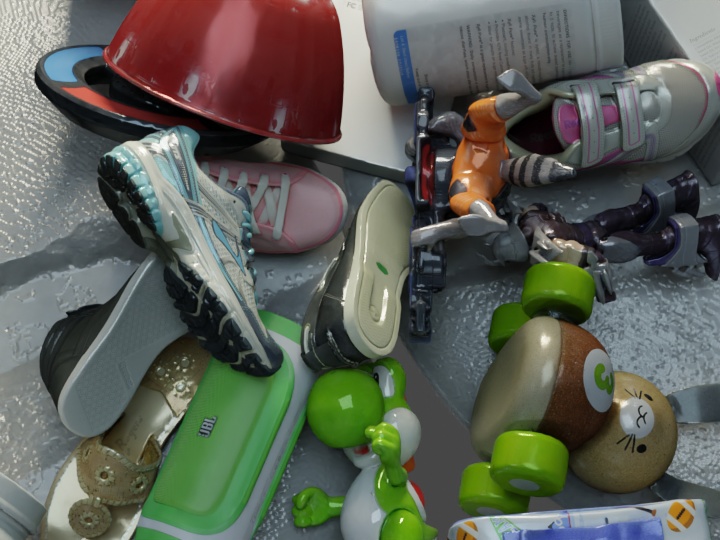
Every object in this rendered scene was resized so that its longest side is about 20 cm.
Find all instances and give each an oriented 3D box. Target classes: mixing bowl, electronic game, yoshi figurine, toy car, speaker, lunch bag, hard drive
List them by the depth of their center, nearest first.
[{"bbox_3d":[0.151,0.214,1.092,0.197,0.161,0.076,-6,69,-4],"label":"lunch bag"},{"bbox_3d":[-0.001,0.157,1.141,0.111,0.112,0.202,-4,66,4],"label":"yoshi figurine"},{"bbox_3d":[0.192,0.114,1.146,0.198,0.158,0.166,17,65,-7],"label":"toy car"},{"bbox_3d":[-0.099,0.134,1.157,0.088,0.089,0.202,21,70,7],"label":"speaker"},{"bbox_3d":[-0.091,-0.186,1.183,0.198,0.200,0.109,23,107,7],"label":"mixing bowl"},{"bbox_3d":[-0.162,-0.141,1.222,0.198,0.200,0.042,18,112,5],"label":"electronic game"},{"bbox_3d":[0.022,-0.179,1.308,0.130,0.026,0.202,15,70,4],"label":"hard drive"}]

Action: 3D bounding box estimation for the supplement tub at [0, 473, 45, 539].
[{"bbox_3d":[-0.328,0.224,1.079,0.143,0.145,0.201,27,71,9],"label":"supplement tub"}]

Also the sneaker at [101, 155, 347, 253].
[{"bbox_3d":[-0.113,-0.054,1.208,0.198,0.105,0.076,12,99,7],"label":"sneaker"}]

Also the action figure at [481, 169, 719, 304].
[{"bbox_3d":[0.189,-0.023,1.212,0.198,0.070,0.131,-8,37,-16],"label":"action figure"}]

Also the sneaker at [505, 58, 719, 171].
[{"bbox_3d":[0.191,-0.116,1.216,0.198,0.088,0.082,-17,87,22],"label":"sneaker"}]

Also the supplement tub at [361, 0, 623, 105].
[{"bbox_3d":[0.105,-0.211,1.224,0.198,0.132,0.133,-7,69,6],"label":"supplement tub"}]

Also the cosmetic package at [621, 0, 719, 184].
[{"bbox_3d":[0.279,-0.186,1.277,0.071,0.102,0.201,-27,73,-12],"label":"cosmetic package"}]

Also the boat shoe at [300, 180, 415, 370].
[{"bbox_3d":[0.000,0.000,1.195,0.072,0.067,0.201,47,36,-22],"label":"boat shoe"}]

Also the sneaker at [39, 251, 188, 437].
[{"bbox_3d":[-0.179,0.030,1.181,0.071,0.099,0.201,44,77,-32],"label":"sneaker"}]

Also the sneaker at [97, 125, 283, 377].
[{"bbox_3d":[-0.103,-0.017,1.112,0.086,0.077,0.201,-35,98,-27],"label":"sneaker"}]

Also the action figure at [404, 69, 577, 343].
[{"bbox_3d":[0.088,-0.045,1.154,0.103,0.193,0.203,3,85,-7],"label":"action figure"}]

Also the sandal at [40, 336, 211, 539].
[{"bbox_3d":[-0.183,0.135,1.162,0.077,0.070,0.213,28,71,9],"label":"sandal"}]
